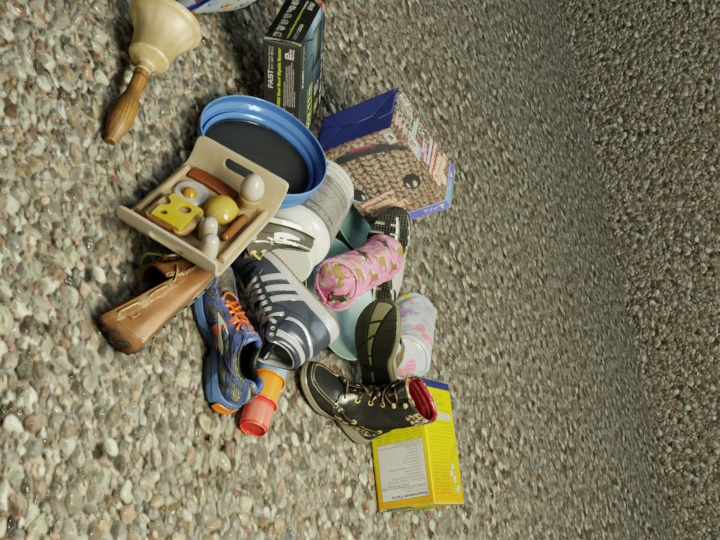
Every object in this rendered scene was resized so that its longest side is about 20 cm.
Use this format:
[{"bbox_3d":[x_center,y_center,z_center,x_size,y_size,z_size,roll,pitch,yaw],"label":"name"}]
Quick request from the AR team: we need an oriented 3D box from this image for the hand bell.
[{"bbox_3d":[-0.288,-0.248,1.193,0.104,0.103,0.202,44,53,-41],"label":"hand bell"}]

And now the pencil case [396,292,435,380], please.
[{"bbox_3d":[0.083,0.109,1.589,0.090,0.083,0.200,34,22,-8],"label":"pencil case"}]

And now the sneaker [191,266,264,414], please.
[{"bbox_3d":[-0.166,0.083,1.218,0.075,0.078,0.203,5,71,-60],"label":"sneaker"}]

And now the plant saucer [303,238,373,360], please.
[{"bbox_3d":[-0.044,0.049,1.489,0.200,0.038,0.204,34,48,-49],"label":"plant saucer"}]

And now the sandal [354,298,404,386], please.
[{"bbox_3d":[0.036,0.134,1.471,0.057,0.079,0.204,-32,129,-50],"label":"sandal"}]

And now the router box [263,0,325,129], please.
[{"bbox_3d":[-0.103,-0.310,1.444,0.151,0.061,0.202,-71,170,-45],"label":"router box"}]

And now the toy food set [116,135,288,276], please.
[{"bbox_3d":[-0.193,-0.089,1.156,0.142,0.061,0.200,29,39,6],"label":"toy food set"}]

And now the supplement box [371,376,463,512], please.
[{"bbox_3d":[0.090,0.290,1.525,0.109,0.108,0.203,21,59,-54],"label":"supplement box"}]

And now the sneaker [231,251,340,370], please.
[{"bbox_3d":[-0.131,0.050,1.266,0.200,0.070,0.108,42,53,8],"label":"sneaker"}]

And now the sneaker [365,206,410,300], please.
[{"bbox_3d":[0.044,-0.016,1.593,0.080,0.073,0.203,-43,149,-68],"label":"sneaker"}]

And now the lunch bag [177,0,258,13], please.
[{"bbox_3d":[-0.170,-0.459,1.363,0.170,0.198,0.125,-36,106,-60],"label":"lunch bag"}]

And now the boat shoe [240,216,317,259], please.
[{"bbox_3d":[-0.157,-0.046,1.242,0.198,0.072,0.062,12,78,-16],"label":"boat shoe"}]

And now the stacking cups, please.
[{"bbox_3d":[-0.129,0.133,1.288,0.061,0.060,0.202,51,40,-34],"label":"stacking cups"}]

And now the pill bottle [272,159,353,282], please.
[{"bbox_3d":[-0.088,-0.075,1.398,0.114,0.113,0.201,58,32,-25],"label":"pill bottle"}]

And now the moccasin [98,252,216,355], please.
[{"bbox_3d":[-0.240,0.015,1.124,0.201,0.073,0.078,-46,109,-36],"label":"moccasin"}]

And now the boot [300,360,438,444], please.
[{"bbox_3d":[0.014,0.190,1.401,0.200,0.149,0.074,51,36,-35],"label":"boot"}]

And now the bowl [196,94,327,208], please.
[{"bbox_3d":[-0.145,-0.170,1.334,0.198,0.040,0.202,20,42,-19],"label":"bowl"}]

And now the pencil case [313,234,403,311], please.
[{"bbox_3d":[0.000,0.000,1.456,0.200,0.085,0.084,-30,133,-61],"label":"pencil case"}]

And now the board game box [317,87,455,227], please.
[{"bbox_3d":[0.044,-0.184,1.563,0.200,0.158,0.098,48,39,-36],"label":"board game box"}]

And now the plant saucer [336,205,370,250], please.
[{"bbox_3d":[-0.017,-0.115,1.622,0.200,0.036,0.203,37,45,-48],"label":"plant saucer"}]
